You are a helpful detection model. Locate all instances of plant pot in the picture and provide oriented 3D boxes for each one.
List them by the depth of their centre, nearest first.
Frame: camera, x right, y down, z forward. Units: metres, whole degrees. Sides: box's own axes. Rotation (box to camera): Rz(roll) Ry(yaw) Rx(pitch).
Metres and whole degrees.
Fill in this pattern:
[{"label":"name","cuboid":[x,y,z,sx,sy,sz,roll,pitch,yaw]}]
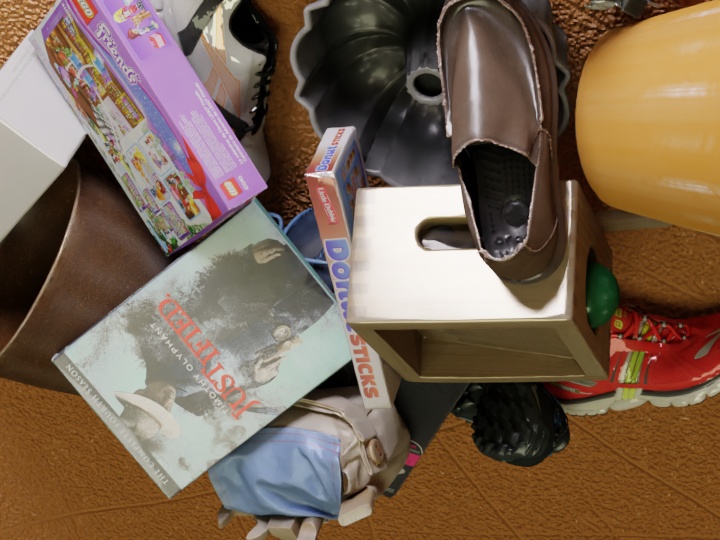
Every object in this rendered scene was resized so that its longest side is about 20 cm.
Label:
[{"label":"plant pot","cuboid":[0.251,-0.100,1.143,0.183,0.200,0.200,3,134,37]},{"label":"plant pot","cuboid":[-0.191,0.033,1.426,0.200,0.187,0.187,26,136,-24]}]

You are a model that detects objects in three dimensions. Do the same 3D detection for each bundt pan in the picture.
[{"label":"bundt pan","cuboid":[0.055,-0.152,1.225,0.202,0.076,0.202,9,134,9]}]

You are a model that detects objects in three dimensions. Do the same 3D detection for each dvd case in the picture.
[{"label":"dvd case","cuboid":[-0.113,0.061,1.320,0.200,0.022,0.146,-37,100,8]}]

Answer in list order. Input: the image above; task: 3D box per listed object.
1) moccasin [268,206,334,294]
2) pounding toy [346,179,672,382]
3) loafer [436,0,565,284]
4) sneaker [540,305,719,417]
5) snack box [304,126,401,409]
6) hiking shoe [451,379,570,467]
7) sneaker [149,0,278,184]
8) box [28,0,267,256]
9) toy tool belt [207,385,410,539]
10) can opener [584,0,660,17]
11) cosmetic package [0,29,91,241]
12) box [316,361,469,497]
[{"label":"moccasin","cuboid":[-0.062,0.009,1.356,0.068,0.080,0.200,31,95,-29]},{"label":"pounding toy","cuboid":[0.115,-0.004,1.243,0.200,0.142,0.184,-2,161,17]},{"label":"loafer","cuboid":[0.092,-0.091,1.110,0.073,0.071,0.200,-14,87,18]},{"label":"sneaker","cuboid":[0.223,0.061,1.370,0.200,0.077,0.085,-17,119,30]},{"label":"snack box","cuboid":[0.000,0.000,1.258,0.024,0.072,0.200,-4,120,17]},{"label":"hiking shoe","cuboid":[0.132,0.113,1.354,0.087,0.200,0.074,25,96,-10]},{"label":"sneaker","cuboid":[-0.096,-0.137,1.291,0.080,0.074,0.200,-3,131,18]},{"label":"box","cuboid":[-0.159,-0.118,1.270,0.200,0.039,0.137,58,151,-2]},{"label":"toy tool belt","cuboid":[-0.063,0.160,1.373,0.200,0.123,0.125,-8,125,29]},{"label":"can opener","cuboid":[0.129,-0.209,1.114,0.200,0.053,0.067,8,110,-43]},{"label":"cosmetic package","cuboid":[-0.293,-0.084,1.382,0.085,0.108,0.200,36,131,-13]},{"label":"box","cuboid":[0.021,0.074,1.424,0.122,0.106,0.200,24,134,-4]}]
